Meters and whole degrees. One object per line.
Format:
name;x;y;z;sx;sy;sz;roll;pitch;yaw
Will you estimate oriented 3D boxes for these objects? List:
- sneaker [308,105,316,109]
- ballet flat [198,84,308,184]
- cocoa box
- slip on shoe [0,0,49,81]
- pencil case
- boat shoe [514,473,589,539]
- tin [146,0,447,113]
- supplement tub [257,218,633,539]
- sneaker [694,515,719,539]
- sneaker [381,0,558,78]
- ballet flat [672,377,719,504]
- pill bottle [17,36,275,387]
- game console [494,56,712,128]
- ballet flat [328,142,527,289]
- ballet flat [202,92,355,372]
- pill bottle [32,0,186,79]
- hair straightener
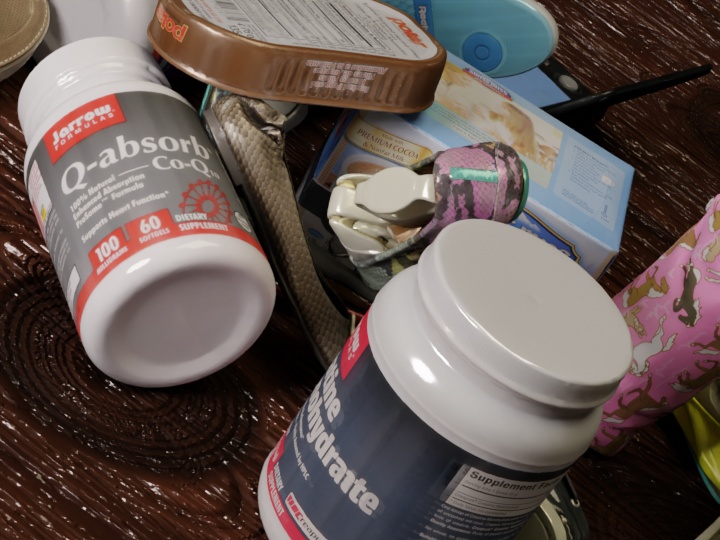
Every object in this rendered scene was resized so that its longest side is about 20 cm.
sneaker;-0.040;-0.163;1.436;0.200;0.074;0.088;-42;114;-72
ballet flat;-0.065;-0.136;1.320;0.071;0.069;0.201;8;75;9
cocoa box;0.068;-0.047;1.360;0.199;0.131;0.134;31;31;-5
slip on shoe;-0.265;-0.153;1.230;0.200;0.061;0.076;-25;66;-45
pencil case;0.203;0.037;1.311;0.083;0.200;0.087;35;30;-18
boat shoe;0.076;0.099;1.225;0.066;0.075;0.200;-4;48;-49
tin;-0.036;-0.143;1.241;0.199;0.042;0.112;2;36;-34
supplement tub;0.044;0.086;1.089;0.140;0.200;0.141;24;32;-16
sneaker;0.256;0.154;1.201;0.077;0.200;0.089;36;-11;-7
sneaker;0.071;-0.212;1.575;0.199;0.080;0.131;10;28;17
ballet flat;0.242;0.079;1.412;0.067;0.067;0.200;5;41;-38
pill bottle;-0.133;-0.039;1.176;0.115;0.116;0.200;8;40;-36
game console;0.157;-0.170;1.627;0.176;0.117;0.200;46;33;18
ballet flat;0.025;-0.036;1.167;0.071;0.200;0.070;11;75;-21
ballet flat;-0.036;-0.017;1.213;0.067;0.046;0.201;-132;-162;-76
pill bottle;-0.136;-0.190;1.383;0.112;0.113;0.200;44;32;16
hair straightener;0.000;0.000;1.282;0.199;0.077;0.041;26;15;-11
